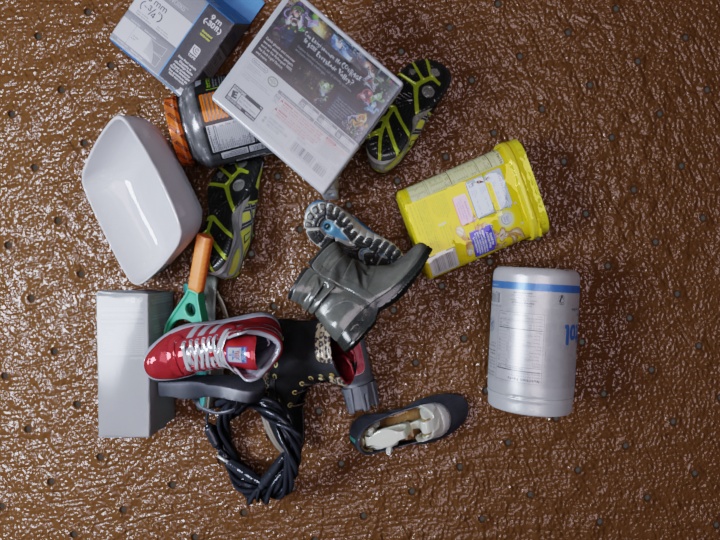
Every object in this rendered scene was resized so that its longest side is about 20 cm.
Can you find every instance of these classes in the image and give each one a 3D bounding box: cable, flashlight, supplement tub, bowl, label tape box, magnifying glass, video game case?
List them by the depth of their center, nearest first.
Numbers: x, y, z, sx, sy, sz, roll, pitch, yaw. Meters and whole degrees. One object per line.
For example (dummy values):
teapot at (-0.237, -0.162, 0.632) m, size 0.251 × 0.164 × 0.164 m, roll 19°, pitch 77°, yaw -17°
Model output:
video game case at (-0.070, -0.238, 0.795) m, size 0.198 × 0.023 × 0.184 m, roll 39°, pitch 90°, yaw 0°
magnifying glass at (-0.240, 0.048, 0.851) m, size 0.078 × 0.022 × 0.207 m, roll 20°, pitch 105°, yaw 19°
cable at (-0.154, 0.258, 0.860) m, size 0.196 × 0.050 × 0.169 m, roll -20°, pitch 85°, yaw 40°
bowl at (-0.309, -0.104, 0.862) m, size 0.198 × 0.074 × 0.204 m, roll -31°, pitch 87°, yaw 44°
supplement tub at (-0.177, -0.224, 0.867) m, size 0.193 × 0.122 × 0.127 m, roll -15°, pitch 91°, yaw -6°
supplement tub at (0.256, 0.099, 0.882) m, size 0.127 × 0.132 × 0.208 m, roll 2°, pitch 91°, yaw -1°
label tape box at (-0.261, -0.382, 0.902) m, size 0.143 × 0.063 × 0.203 m, roll 36°, pitch 90°, yaw -2°
flashlight at (-0.020, 0.112, 0.907) m, size 0.065 × 0.068 × 0.208 m, roll -11°, pitch 90°, yaw -2°

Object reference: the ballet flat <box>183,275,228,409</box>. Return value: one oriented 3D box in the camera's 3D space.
ballet flat at (-0.227, 0.109, 0.908) m, size 0.062 × 0.067 × 0.208 m, roll -8°, pitch 93°, yaw -31°

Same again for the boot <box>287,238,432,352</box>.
boot at (0.000, 0.000, 0.824) m, size 0.131 × 0.068 × 0.200 m, roll 44°, pitch 74°, yaw 9°

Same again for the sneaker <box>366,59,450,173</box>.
sneaker at (0.067, -0.237, 0.904) m, size 0.075 × 0.077 × 0.202 m, roll 35°, pitch 73°, yaw 6°

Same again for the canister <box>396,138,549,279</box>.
canister at (0.166, -0.090, 0.902) m, size 0.194 × 0.087 × 0.153 m, roll -22°, pitch 92°, yaw 1°

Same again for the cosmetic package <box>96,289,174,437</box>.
cosmetic package at (-0.331, 0.133, 0.883) m, size 0.087 × 0.107 × 0.208 m, roll 2°, pitch 89°, yaw 2°

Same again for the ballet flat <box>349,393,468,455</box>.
ballet flat at (0.078, 0.241, 0.910) m, size 0.193 × 0.073 × 0.076 m, roll -13°, pitch 91°, yaw -1°

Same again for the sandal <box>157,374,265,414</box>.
sandal at (-0.203, 0.172, 0.823) m, size 0.195 × 0.075 × 0.045 m, roll -6°, pitch 89°, yaw 38°

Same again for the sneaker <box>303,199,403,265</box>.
sneaker at (-0.002, -0.044, 0.901) m, size 0.078 × 0.090 × 0.199 m, roll -44°, pitch 112°, yaw 10°

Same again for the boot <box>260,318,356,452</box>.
boot at (-0.077, 0.165, 0.876) m, size 0.147 × 0.072 × 0.208 m, roll -12°, pitch 83°, yaw 32°

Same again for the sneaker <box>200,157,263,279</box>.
sneaker at (-0.194, -0.085, 0.906) m, size 0.073 × 0.077 × 0.206 m, roll 10°, pitch 72°, yaw 20°

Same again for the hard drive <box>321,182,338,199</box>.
hard drive at (-0.050, -0.215, 0.872) m, size 0.025 × 0.132 × 0.208 m, roll -2°, pitch 90°, yaw 0°

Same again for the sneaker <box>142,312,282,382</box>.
sneaker at (-0.196, 0.111, 0.793) m, size 0.194 × 0.112 × 0.074 m, roll -16°, pitch 105°, yaw -13°
